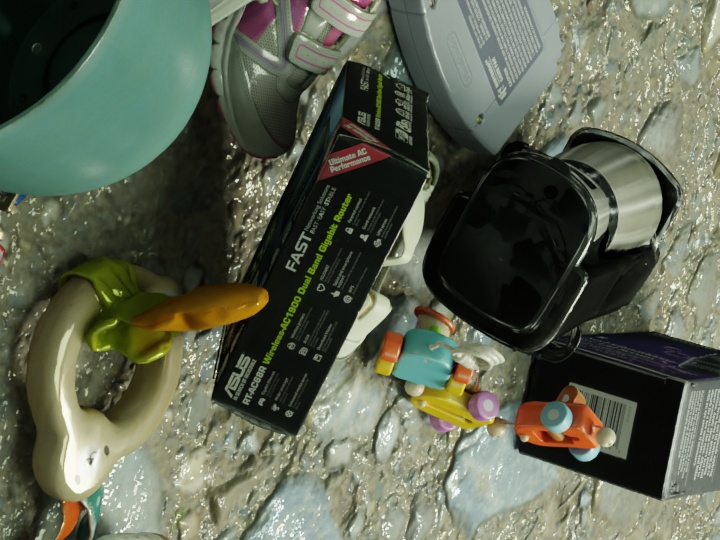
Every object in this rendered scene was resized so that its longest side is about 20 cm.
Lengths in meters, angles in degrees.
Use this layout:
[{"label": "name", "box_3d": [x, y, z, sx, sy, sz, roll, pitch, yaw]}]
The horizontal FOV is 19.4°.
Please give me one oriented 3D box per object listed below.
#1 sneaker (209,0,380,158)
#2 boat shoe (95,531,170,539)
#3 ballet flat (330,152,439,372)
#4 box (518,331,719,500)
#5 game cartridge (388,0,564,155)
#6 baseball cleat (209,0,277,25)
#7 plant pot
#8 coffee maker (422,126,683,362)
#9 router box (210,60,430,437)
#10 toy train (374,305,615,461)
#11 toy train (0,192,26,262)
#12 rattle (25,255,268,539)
[{"label": "sneaker", "box_3d": [-0.035, -0.166, 1.327, 0.081, 0.088, 0.200, -13, 115, -66]}, {"label": "boat shoe", "box_3d": [-0.176, 0.263, 1.347, 0.069, 0.071, 0.200, 16, 86, -49]}, {"label": "ballet flat", "box_3d": [0.000, 0.000, 1.475, 0.067, 0.064, 0.200, 30, 80, -53]}, {"label": "box", "box_3d": [0.253, 0.120, 1.792, 0.200, 0.148, 0.104, -2, 104, -54]}, {"label": "game cartridge", "box_3d": [0.083, -0.186, 1.536, 0.133, 0.041, 0.200, -56, 141, -28]}, {"label": "baseball cleat", "box_3d": [-0.123, -0.176, 1.250, 0.200, 0.070, 0.106, -33, 92, -22]}, {"label": "plant pot", "box_3d": [-0.170, -0.129, 1.095, 0.201, 0.201, 0.161, -67, 154, -9]}, {"label": "coffee maker", "box_3d": [0.143, -0.003, 1.576, 0.200, 0.135, 0.192, -18, 115, -62]}, {"label": "router box", "box_3d": [-0.024, -0.017, 1.323, 0.150, 0.062, 0.200, -86, -159, -68]}, {"label": "toy train", "box_3d": [0.100, 0.079, 1.577, 0.200, 0.150, 0.056, 42, 56, -47]}, {"label": "toy train", "box_3d": [-0.225, -0.006, 1.197, 0.200, 0.034, 0.046, -63, 147, -13]}, {"label": "rattle", "box_3d": [-0.131, 0.100, 1.283, 0.130, 0.143, 0.200, 32, 71, -71]}]
